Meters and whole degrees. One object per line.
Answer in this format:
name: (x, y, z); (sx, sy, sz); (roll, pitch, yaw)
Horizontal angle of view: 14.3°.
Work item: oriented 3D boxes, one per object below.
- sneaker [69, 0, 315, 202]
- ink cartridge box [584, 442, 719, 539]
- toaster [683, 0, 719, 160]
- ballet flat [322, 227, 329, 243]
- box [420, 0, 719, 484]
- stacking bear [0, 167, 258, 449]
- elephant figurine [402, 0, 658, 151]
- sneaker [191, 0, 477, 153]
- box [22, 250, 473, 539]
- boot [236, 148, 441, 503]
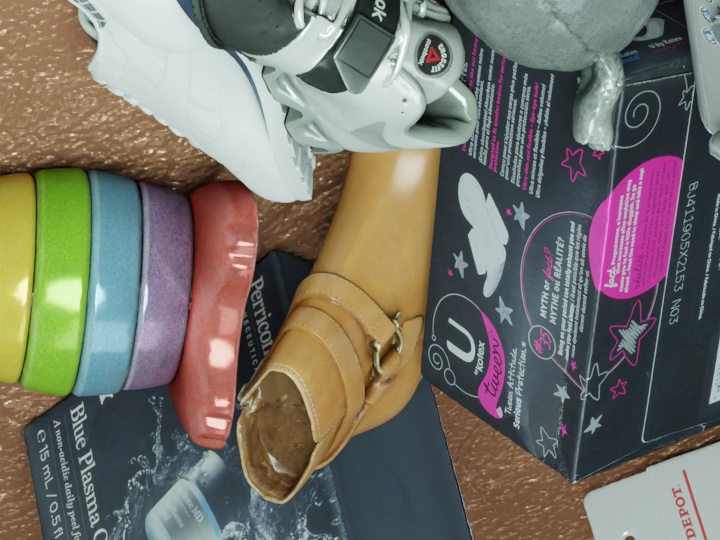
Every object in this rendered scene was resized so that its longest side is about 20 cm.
sneaker: (-0.072, -0.093, 1.244); (0.080, 0.077, 0.200); (-12, 145, 13)
ink cartridge box: (0.249, 0.162, 1.742); (0.200, 0.116, 0.068); (-20, 148, 9)
toaster: (0.216, -0.115, 1.148); (0.200, 0.114, 0.129); (-34, 143, -23)
ballet flat: (0.071, -0.033, 1.403); (0.200, 0.071, 0.071); (-27, 148, 18)
box: (0.115, -0.031, 1.280); (0.132, 0.115, 0.200); (-18, 127, -34)
stacking bear: (-0.158, 0.005, 1.320); (0.199, 0.114, 0.122); (5, 108, -12)
elephant figurine: (0.045, -0.162, 1.088); (0.142, 0.155, 0.200); (-57, 157, 1)
sneaker: (-0.004, -0.104, 1.170); (0.088, 0.074, 0.200); (8, 164, 23)
box: (-0.056, 0.130, 1.483); (0.200, 0.197, 0.117); (-34, 144, 28)
boot: (0.000, 0.000, 1.309); (0.155, 0.074, 0.200); (-45, 144, -42)
